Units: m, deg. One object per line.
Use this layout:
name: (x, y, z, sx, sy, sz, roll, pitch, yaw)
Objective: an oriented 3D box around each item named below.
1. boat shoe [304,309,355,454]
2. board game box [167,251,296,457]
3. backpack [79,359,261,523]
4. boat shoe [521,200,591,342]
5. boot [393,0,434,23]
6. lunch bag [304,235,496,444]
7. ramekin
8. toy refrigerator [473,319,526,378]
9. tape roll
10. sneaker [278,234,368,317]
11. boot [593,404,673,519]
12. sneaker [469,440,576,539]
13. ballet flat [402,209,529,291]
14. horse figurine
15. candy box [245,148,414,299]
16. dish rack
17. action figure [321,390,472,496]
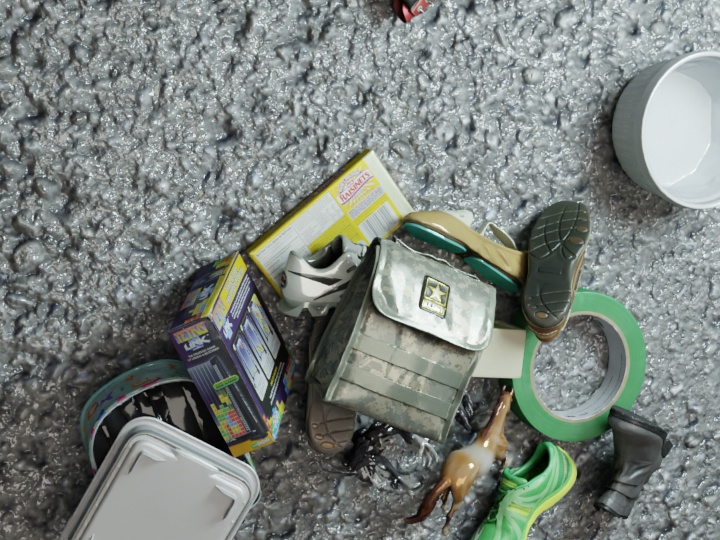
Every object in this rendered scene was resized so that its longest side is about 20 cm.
boat shoe: (-0.039, 0.127, 1.660, 0.074, 0.073, 0.201, 15, 72, -14)
board game box: (-0.142, 0.092, 1.546, 0.056, 0.200, 0.166, -23, 106, 13)
backpack: (-0.225, 0.204, 1.555, 0.177, 0.151, 0.201, -28, 117, -10)
boat shoe: (0.246, 0.002, 1.724, 0.074, 0.075, 0.201, 79, 27, -52)
boot: (0.119, -0.348, 1.647, 0.199, 0.072, 0.145, 24, 90, -14)
lunch bag: (0.054, 0.076, 1.573, 0.163, 0.118, 0.201, 23, 93, -19)
ramekin: (0.424, -0.185, 1.767, 0.199, 0.105, 0.202, -4, 100, -20)
toy refrigerator: (0.102, 0.092, 1.704, 0.199, 0.076, 0.071, 3, 97, -20)
tape roll: (0.280, 0.123, 1.791, 0.199, 0.048, 0.202, -3, 100, -21)
sneaker: (0.000, 0.000, 1.626, 0.199, 0.074, 0.089, -7, 113, -27)
boot: (0.350, 0.261, 1.784, 0.132, 0.070, 0.200, -59, 145, -6)
sneaker: (0.198, 0.303, 1.775, 0.200, 0.074, 0.084, -47, 119, -18)
ballet flat: (0.136, -0.041, 1.708, 0.199, 0.068, 0.063, 30, 75, -30)
horse figurine: (0.137, 0.252, 1.718, 0.200, 0.050, 0.133, -37, 147, -36)
candy box: (-0.036, -0.047, 1.655, 0.200, 0.026, 0.102, -40, 111, -11)
dish rack: (-0.221, 0.276, 1.482, 0.171, 0.044, 0.201, 28, 101, -12)
action figure: (0.055, 0.220, 1.685, 0.199, 0.119, 0.102, -31, 71, -21)
